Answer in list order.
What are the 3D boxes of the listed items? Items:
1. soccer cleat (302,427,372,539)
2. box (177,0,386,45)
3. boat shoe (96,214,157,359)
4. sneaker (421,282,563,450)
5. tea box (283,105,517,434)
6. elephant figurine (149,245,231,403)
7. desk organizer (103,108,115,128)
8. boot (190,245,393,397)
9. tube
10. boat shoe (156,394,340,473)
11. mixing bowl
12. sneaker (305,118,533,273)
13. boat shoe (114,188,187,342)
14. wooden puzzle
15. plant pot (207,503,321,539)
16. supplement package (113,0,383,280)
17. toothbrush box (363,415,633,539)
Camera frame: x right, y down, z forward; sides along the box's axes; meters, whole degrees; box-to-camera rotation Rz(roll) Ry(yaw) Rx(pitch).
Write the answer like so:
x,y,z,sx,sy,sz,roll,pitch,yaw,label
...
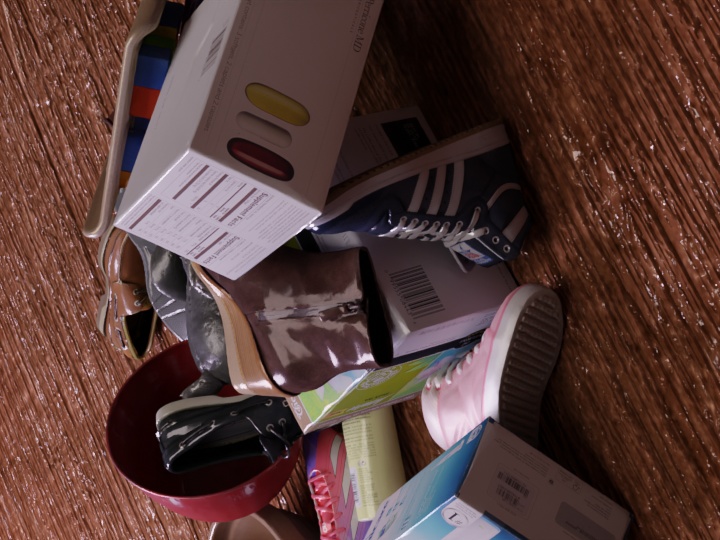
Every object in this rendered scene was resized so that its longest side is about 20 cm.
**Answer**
x,y,z,sx,sy,sz,roll,pitch,yaw,label
-0.015,0.240,1.530,0.200,0.076,0.067,63,144,16,soccer cleat
-0.057,-0.265,1.324,0.200,0.104,0.148,-32,45,54,box
-0.249,0.016,1.787,0.068,0.072,0.200,45,146,29,boat shoe
0.100,0.083,1.308,0.105,0.075,0.201,34,133,37,sneaker
0.000,0.000,1.364,0.200,0.133,0.197,62,142,17,tea box
-0.129,-0.006,1.499,0.141,0.155,0.200,-25,101,25,elephant figurine
-0.182,-0.139,1.550,0.077,0.072,0.200,-52,25,0,desk organizer
-0.054,-0.001,1.288,0.166,0.072,0.201,-17,84,40,boot
0.007,0.131,1.488,0.058,0.052,0.201,-13,82,12,tube
-0.091,0.145,1.449,0.075,0.199,0.066,75,-170,-50,boat shoe
-0.138,0.171,1.560,0.200,0.200,0.109,40,156,39,mixing bowl
0.052,-0.038,1.229,0.070,0.200,0.109,-15,98,57,sneaker
-0.186,-0.017,1.625,0.074,0.065,0.202,-31,84,36,boat shoe
-0.185,-0.147,1.366,0.185,0.046,0.200,-91,17,-62,wooden puzzle
-0.066,0.323,1.619,0.201,0.093,0.201,23,120,49,plant pot
-0.084,-0.122,1.215,0.156,0.111,0.200,-34,36,55,supplement package
0.101,0.226,1.299,0.146,0.085,0.200,35,142,-7,toothbrush box
